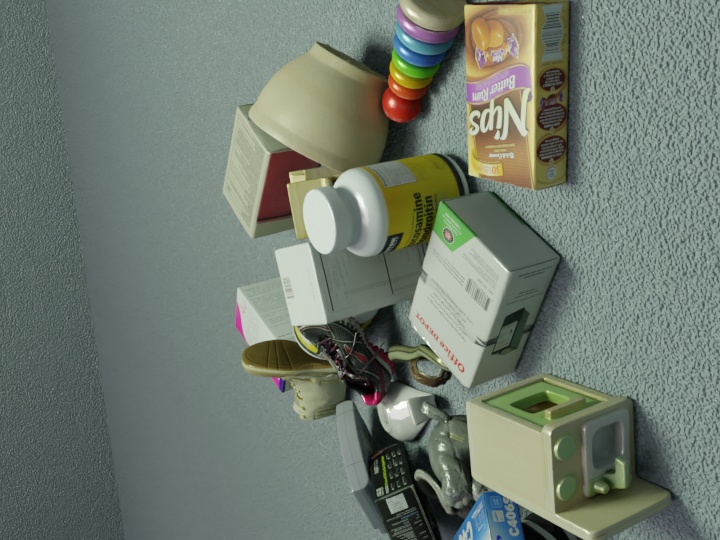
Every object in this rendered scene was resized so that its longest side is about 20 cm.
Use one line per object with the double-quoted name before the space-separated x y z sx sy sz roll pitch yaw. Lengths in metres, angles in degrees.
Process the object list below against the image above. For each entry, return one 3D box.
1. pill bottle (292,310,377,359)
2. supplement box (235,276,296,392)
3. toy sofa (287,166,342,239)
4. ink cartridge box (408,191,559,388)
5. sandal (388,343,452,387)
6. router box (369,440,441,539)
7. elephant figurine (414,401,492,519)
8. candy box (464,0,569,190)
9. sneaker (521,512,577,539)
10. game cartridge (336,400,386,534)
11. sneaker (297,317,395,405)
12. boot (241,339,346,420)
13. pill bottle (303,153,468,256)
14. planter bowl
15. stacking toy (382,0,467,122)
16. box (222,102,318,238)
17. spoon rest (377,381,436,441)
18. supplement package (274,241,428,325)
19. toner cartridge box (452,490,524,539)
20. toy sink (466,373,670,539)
"pill bottle" -0.032 0.054 1.407 0.112 0.112 0.200 63 149 21
"supplement box" -0.148 0.116 1.646 0.200 0.103 0.102 47 141 38
"toy sofa" -0.056 -0.108 1.323 0.200 0.097 0.083 -112 13 -78
"ink cartridge box" 0.148 0.025 1.111 0.146 0.084 0.201 50 142 36
"sandal" 0.101 0.136 1.245 0.201 0.079 0.058 169 110 -69
"router box" 0.071 0.361 1.308 0.200 0.062 0.150 -101 -13 -83
"elephant figurine" 0.144 0.292 1.212 0.200 0.141 0.156 96 177 -59
"candy box" 0.176 -0.200 0.993 0.117 0.056 0.201 23 124 54
"sneaker" 0.246 0.396 1.082 0.200 0.111 0.073 50 143 37
"game cartridge" 0.004 0.310 1.425 0.200 0.041 0.134 -105 -5 -56
"sneaker" -0.020 0.129 1.343 0.080 0.200 0.075 -22 38 41
"boot" -0.112 0.195 1.532 0.072 0.199 0.155 -102 18 -45
"pill bottle" 0.033 -0.081 1.130 0.112 0.199 0.113 34 131 50
"planter bowl" -0.040 -0.236 1.238 0.200 0.200 0.135 43 111 43
"stacking toy" 0.068 -0.271 1.128 0.086 0.085 0.200 60 152 25
"box" -0.154 -0.176 1.516 0.128 0.109 0.200 56 145 30
"spoon rest" 0.075 0.219 1.369 0.200 0.060 0.100 143 111 -73
"supplement package" 0.000 0.000 1.238 0.109 0.199 0.114 -8 95 60
"toner cartridge box" 0.157 0.358 1.102 0.200 0.043 0.095 102 164 -53
"toy sink" 0.234 0.201 0.999 0.200 0.130 0.113 17 117 58
